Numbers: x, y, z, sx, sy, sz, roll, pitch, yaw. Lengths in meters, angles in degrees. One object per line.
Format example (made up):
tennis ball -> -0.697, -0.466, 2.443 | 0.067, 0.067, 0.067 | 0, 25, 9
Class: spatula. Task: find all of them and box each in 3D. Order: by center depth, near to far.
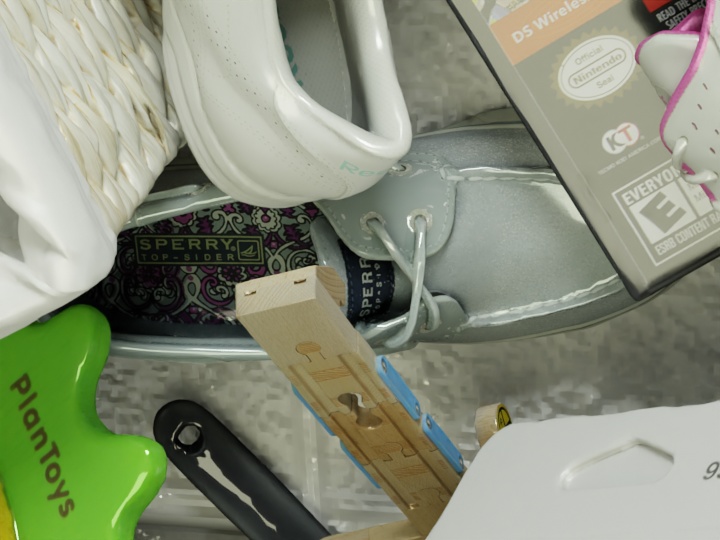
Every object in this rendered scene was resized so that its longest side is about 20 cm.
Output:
spatula -> 0.007, 0.115, 0.888 | 0.057, 0.021, 0.200 | -44, 93, 5

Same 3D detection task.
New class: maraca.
maraca -> -0.133, 0.089, 0.816 | 0.200, 0.107, 0.137 | -40, 64, 25

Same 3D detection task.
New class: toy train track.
toy train track -> 0.017, 0.047, 0.810 | 0.114, 0.033, 0.200 | -13, 145, 19

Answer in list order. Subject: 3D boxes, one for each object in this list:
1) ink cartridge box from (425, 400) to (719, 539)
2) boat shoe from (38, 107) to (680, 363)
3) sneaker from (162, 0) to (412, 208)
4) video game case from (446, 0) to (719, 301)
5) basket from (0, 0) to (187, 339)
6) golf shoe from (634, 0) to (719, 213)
ink cartridge box -> 0.118, 0.132, 0.742 | 0.200, 0.084, 0.144 | 46, 149, -21
boat shoe -> -0.001, -0.001, 0.814 | 0.200, 0.072, 0.070 | -4, 110, 14
sneaker -> -0.036, -0.113, 0.737 | 0.075, 0.088, 0.200 | -30, 101, -21
video game case -> 0.112, -0.117, 0.743 | 0.200, 0.026, 0.181 | -31, 103, 12
basket -> -0.174, -0.071, 0.780 | 0.198, 0.161, 0.200 | -23, 106, 22
golf shoe -> 0.118, -0.026, 0.726 | 0.091, 0.075, 0.201 | 1, 100, 14
